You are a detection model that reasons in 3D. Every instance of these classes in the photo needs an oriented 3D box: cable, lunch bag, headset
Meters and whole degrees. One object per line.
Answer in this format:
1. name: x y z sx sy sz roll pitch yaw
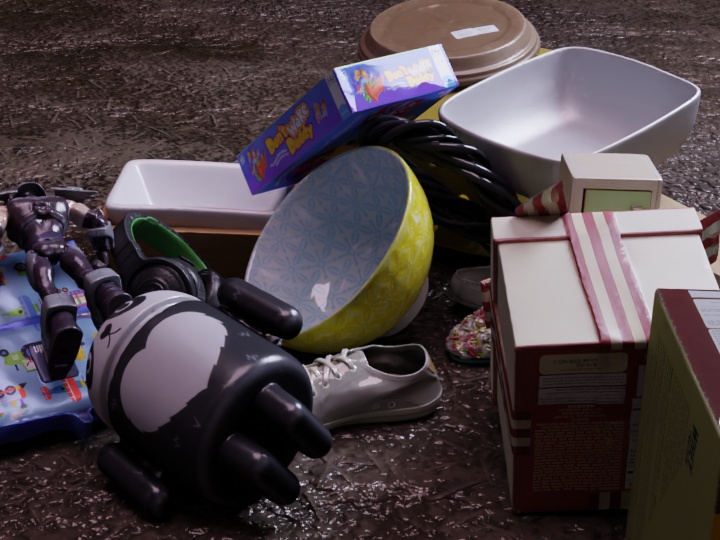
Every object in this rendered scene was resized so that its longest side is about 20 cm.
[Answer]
1. cable: 0.088 -0.080 1.315 0.199 0.163 0.051 34 70 4
2. lunch bag: -0.270 0.076 1.173 0.149 0.095 0.200 -12 40 -33
3. headset: -0.143 0.019 1.245 0.123 0.094 0.201 22 30 -57

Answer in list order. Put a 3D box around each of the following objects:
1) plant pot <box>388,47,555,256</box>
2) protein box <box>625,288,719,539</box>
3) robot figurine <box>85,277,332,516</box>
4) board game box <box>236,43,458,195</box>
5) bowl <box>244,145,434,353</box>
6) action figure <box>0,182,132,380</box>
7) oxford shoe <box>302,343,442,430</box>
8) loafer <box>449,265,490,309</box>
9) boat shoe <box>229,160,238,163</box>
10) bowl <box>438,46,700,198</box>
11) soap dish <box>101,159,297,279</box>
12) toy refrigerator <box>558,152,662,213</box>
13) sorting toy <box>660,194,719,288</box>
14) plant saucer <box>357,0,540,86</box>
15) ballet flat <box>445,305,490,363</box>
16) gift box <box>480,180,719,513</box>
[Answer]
1. plant pot: 0.118 -0.118 1.504 0.193 0.197 0.200 15 32 27
2. protein box: 0.257 0.144 0.890 0.133 0.201 0.200 2 23 0
3. robot figurine: -0.116 0.094 1.055 0.199 0.126 0.149 29 38 34
4. board game box: -0.016 -0.143 1.369 0.133 0.045 0.200 -19 -8 -37
5. bowl: 0.000 0.000 1.285 0.107 0.201 0.200 39 2 -33
6. action figure: -0.255 -0.008 1.167 0.129 0.070 0.201 -15 46 -22
7. oxford shoe: -0.027 0.095 1.160 0.197 0.058 0.075 -8 29 -16
8. loafer: 0.183 0.002 1.370 0.197 0.071 0.070 -3 24 -12
9. boat shoe: -0.063 -0.119 1.597 0.198 0.072 0.072 -18 -13 -37
10. bowl: 0.193 -0.128 1.323 0.198 0.075 0.199 -27 36 -27
11. soap dish: -0.160 -0.051 1.450 0.197 0.082 0.158 2 23 1
12. toy refrigerator: 0.201 0.008 1.194 0.075 0.203 0.070 2 23 -2
13. sorting toy: 0.327 0.021 1.264 0.197 0.070 0.200 25 19 -15
14. plant saucer: 0.094 -0.251 1.521 0.197 0.030 0.201 -2 32 2
15. ballet flat: 0.171 0.038 1.296 0.197 0.065 0.076 -7 27 -18
16. gift box: 0.189 0.047 1.070 0.182 0.202 0.188 1 34 -2
